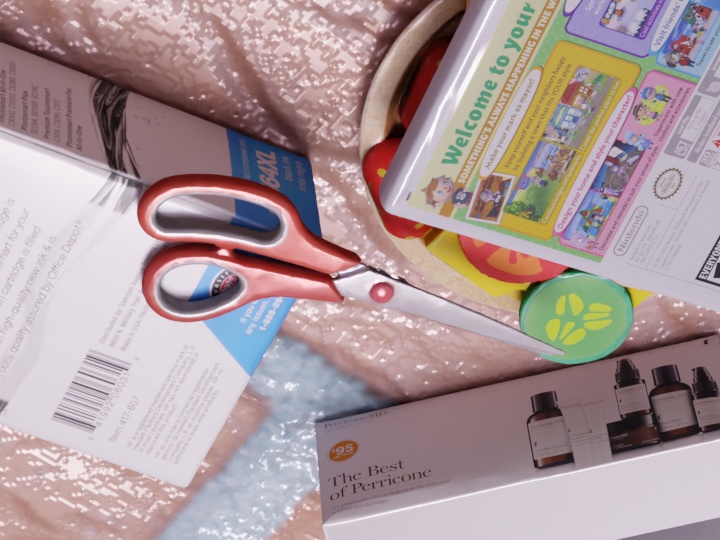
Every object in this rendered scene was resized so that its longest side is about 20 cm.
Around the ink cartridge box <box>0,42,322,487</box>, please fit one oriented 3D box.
[{"bbox_3d":[-0.138,-0.009,1.320,0.200,0.084,0.146,21,120,-18],"label":"ink cartridge box"}]

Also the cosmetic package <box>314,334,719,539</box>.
[{"bbox_3d":[0.081,0.091,1.408,0.200,0.083,0.051,-13,122,4],"label":"cosmetic package"}]

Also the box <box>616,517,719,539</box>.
[{"bbox_3d":[0.148,0.209,1.458,0.097,0.124,0.200,-8,124,2],"label":"box"}]

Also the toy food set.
[{"bbox_3d":[0.100,-0.056,1.327,0.198,0.049,0.200,35,115,-24],"label":"toy food set"}]

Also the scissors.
[{"bbox_3d":[0.000,0.000,1.282,0.200,0.014,0.073,7,120,-10],"label":"scissors"}]

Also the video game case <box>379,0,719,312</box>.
[{"bbox_3d":[0.129,-0.086,1.268,0.182,0.022,0.200,16,118,-20],"label":"video game case"}]
